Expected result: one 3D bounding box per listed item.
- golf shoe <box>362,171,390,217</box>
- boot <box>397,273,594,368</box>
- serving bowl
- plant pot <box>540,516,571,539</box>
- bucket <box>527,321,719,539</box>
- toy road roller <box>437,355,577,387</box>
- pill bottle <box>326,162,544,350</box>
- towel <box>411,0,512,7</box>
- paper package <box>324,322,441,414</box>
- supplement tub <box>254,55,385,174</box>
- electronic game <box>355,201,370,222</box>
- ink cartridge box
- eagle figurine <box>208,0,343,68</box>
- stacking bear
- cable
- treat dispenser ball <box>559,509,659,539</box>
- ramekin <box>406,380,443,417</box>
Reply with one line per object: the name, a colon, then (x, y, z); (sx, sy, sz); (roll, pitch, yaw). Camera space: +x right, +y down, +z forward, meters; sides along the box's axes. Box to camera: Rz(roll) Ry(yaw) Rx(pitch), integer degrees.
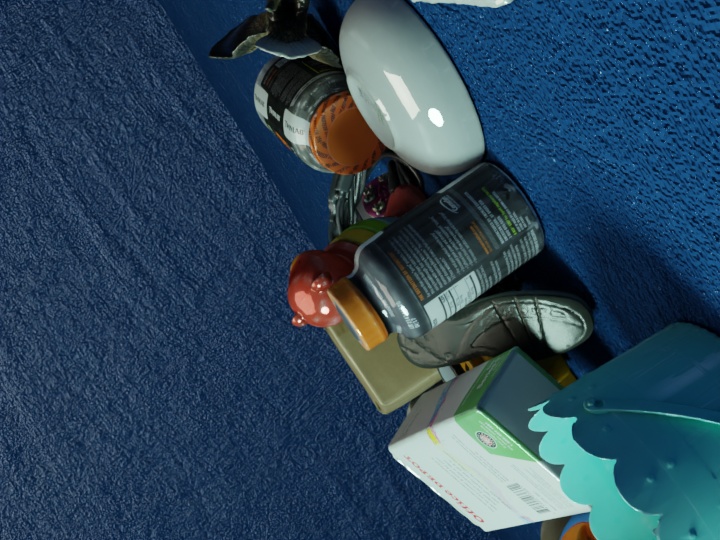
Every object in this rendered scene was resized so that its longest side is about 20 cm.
golf shoe: (0.066, -0.062, 1.181); (0.092, 0.075, 0.200); (56, 176, -37)
boot: (0.151, 0.029, 0.929); (0.154, 0.203, 0.074); (-48, -60, -53)
serving bowl: (0.036, -0.172, 0.879); (0.201, 0.066, 0.200); (56, 174, 9)
plant pot: (0.319, 0.396, 1.184); (0.200, 0.199, 0.174); (59, -171, -29)
bucket: (0.237, 0.148, 0.672); (0.208, 0.135, 0.207); (55, 174, 8)
toy road roller: (0.185, 0.123, 1.024); (0.200, 0.123, 0.146); (54, 162, 18)
pill bottle: (0.067, -0.008, 0.859); (0.106, 0.200, 0.106); (55, 173, 10)
towel: (0.033, -0.274, 0.599); (0.201, 0.031, 0.149); (62, 169, -25)
paper package: (0.065, 0.079, 1.312); (0.191, 0.200, 0.104); (55, 173, 14)
supplement tub: (-0.048, -0.197, 1.117); (0.123, 0.122, 0.200); (60, 173, -34)
electronic game: (0.020, -0.069, 1.593); (0.201, 0.041, 0.200); (61, 171, 17)
ink cartridge box: (0.137, 0.175, 0.897); (0.145, 0.088, 0.200); (40, 148, -4)
eagle figurine: (-0.085, -0.279, 1.012); (0.152, 0.151, 0.200); (45, 161, 7)
stacking bear: (0.000, 0.000, 0.964); (0.114, 0.200, 0.122); (49, 130, 14)
cable: (0.015, -0.069, 1.132); (0.051, 0.201, 0.163); (13, -179, -39)
treat dispenser ball: (0.273, 0.290, 0.814); (0.201, 0.200, 0.201); (55, 173, 9)
ramekin: (0.162, 0.216, 1.322); (0.105, 0.199, 0.200); (67, 171, -13)
